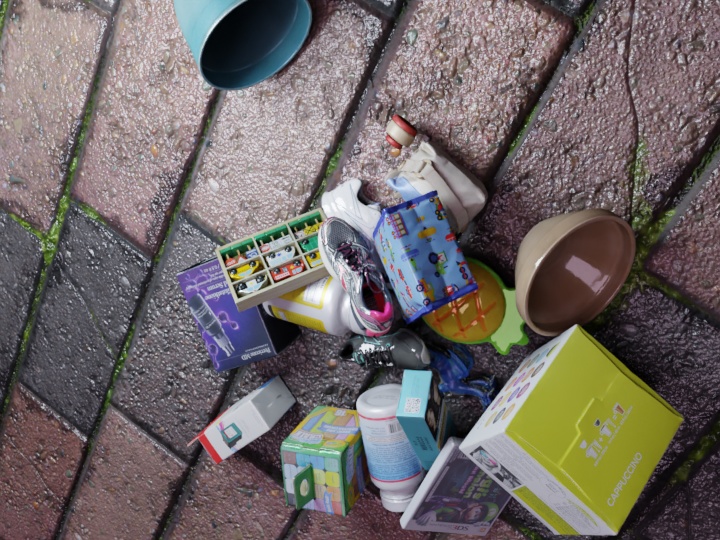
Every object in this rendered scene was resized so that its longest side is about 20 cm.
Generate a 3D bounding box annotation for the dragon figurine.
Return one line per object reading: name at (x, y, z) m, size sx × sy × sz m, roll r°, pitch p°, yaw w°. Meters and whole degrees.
dragon figurine at (0.154, 0.156, 1.175) m, size 0.099 × 0.059 × 0.202 m, roll -32°, pitch 92°, yaw 27°

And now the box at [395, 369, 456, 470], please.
box at (0.112, 0.253, 1.155) m, size 0.048 × 0.084 × 0.202 m, roll -1°, pitch 142°, yaw 22°

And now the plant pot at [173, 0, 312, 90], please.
plant pot at (-0.205, -0.423, 1.085) m, size 0.200 × 0.199 × 0.190 m, roll -42°, pitch 73°, yaw 27°

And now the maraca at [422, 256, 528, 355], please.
maraca at (0.180, 0.055, 1.106) m, size 0.196 × 0.107 × 0.140 m, roll 21°, pitch 111°, yaw 15°

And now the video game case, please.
video game case at (0.185, 0.374, 1.190) m, size 0.178 × 0.023 × 0.203 m, roll 13°, pitch 116°, yaw -25°

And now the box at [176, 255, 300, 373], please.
box at (-0.221, 0.065, 1.278) m, size 0.146 × 0.104 × 0.204 m, roll -19°, pitch 98°, yaw 25°

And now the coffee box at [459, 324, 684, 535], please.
coffee box at (0.301, 0.239, 1.019) m, size 0.199 × 0.200 × 0.198 m, roll 41°, pitch 158°, yaw 6°

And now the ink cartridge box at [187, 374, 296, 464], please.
ink cartridge box at (-0.231, 0.295, 1.346) m, size 0.199 × 0.116 × 0.068 m, roll -37°, pitch 91°, yaw 28°

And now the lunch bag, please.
lunch bag at (0.072, -0.005, 1.048) m, size 0.153 × 0.092 × 0.200 m, roll 67°, pitch 160°, yaw 7°

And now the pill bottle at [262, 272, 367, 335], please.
pill bottle at (-0.062, 0.047, 1.189) m, size 0.196 × 0.111 × 0.114 m, roll 14°, pitch 111°, yaw 28°

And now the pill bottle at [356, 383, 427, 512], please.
pill bottle at (0.060, 0.315, 1.235) m, size 0.106 × 0.109 × 0.205 m, roll -5°, pitch 104°, yaw 23°

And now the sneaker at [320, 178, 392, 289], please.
sneaker at (0.015, -0.061, 1.163) m, size 0.086 × 0.074 × 0.202 m, roll -33°, pitch 93°, yaw 21°

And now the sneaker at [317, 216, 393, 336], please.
sneaker at (0.000, 0.000, 1.087) m, size 0.079 × 0.075 × 0.202 m, roll -26°, pitch 75°, yaw -15°

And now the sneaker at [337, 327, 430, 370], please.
sneaker at (0.038, 0.140, 1.162) m, size 0.198 × 0.078 × 0.077 m, roll 2°, pitch 116°, yaw 56°

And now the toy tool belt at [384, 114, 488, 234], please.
toy tool belt at (0.093, -0.130, 1.080) m, size 0.199 × 0.125 × 0.124 m, roll 41°, pitch 108°, yaw 7°

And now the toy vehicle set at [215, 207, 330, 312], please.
toy vehicle set at (-0.131, -0.021, 1.157) m, size 0.027 × 0.196 × 0.125 m, roll 83°, pitch 160°, yaw -51°

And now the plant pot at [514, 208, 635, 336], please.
plant pot at (0.296, -0.013, 1.023) m, size 0.093 × 0.197 × 0.204 m, roll 52°, pitch 126°, yaw 46°

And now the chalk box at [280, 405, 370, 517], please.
chalk box at (-0.061, 0.346, 1.243) m, size 0.121 × 0.200 × 0.128 m, roll 3°, pitch 108°, yaw 21°
